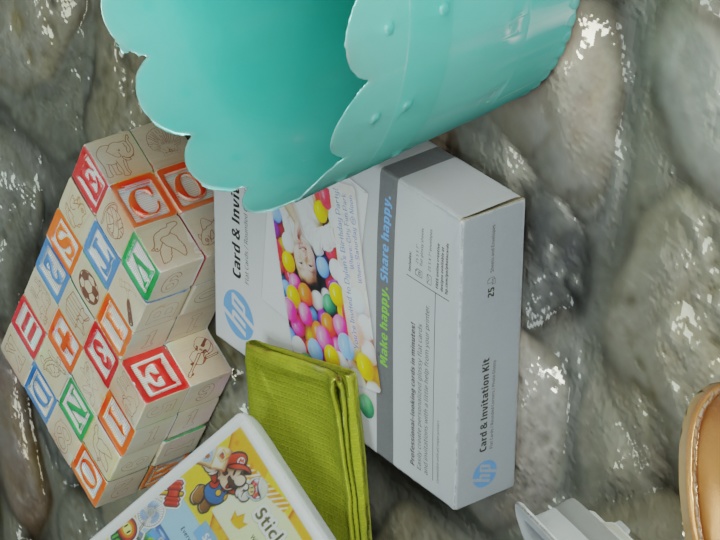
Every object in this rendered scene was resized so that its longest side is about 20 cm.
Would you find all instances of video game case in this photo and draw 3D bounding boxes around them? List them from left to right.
[{"bbox_3d":[-0.073,0.198,1.358,0.200,0.182,0.023,54,-171,32],"label":"video game case"}]

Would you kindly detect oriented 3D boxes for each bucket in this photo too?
[{"bbox_3d":[-0.011,-0.140,1.211,0.207,0.134,0.209,31,130,45],"label":"bucket"}]

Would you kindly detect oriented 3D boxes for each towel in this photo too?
[{"bbox_3d":[-0.026,0.139,1.403,0.086,0.018,0.201,14,113,48],"label":"towel"}]

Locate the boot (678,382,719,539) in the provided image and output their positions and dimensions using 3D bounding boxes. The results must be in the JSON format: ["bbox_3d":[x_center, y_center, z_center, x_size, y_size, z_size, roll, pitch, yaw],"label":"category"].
[{"bbox_3d":[0.208,0.118,1.079,0.155,0.076,0.201,-32,69,50],"label":"boot"}]

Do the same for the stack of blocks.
[{"bbox_3d":[-0.124,0.026,1.544,0.115,0.058,0.200,56,145,21],"label":"stack of blocks"}]

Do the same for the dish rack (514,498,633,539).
[{"bbox_3d":[0.134,0.192,1.191,0.201,0.043,0.172,66,174,-15],"label":"dish rack"}]

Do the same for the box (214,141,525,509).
[{"bbox_3d":[0.000,0.000,1.360,0.200,0.041,0.157,35,134,44],"label":"box"}]
